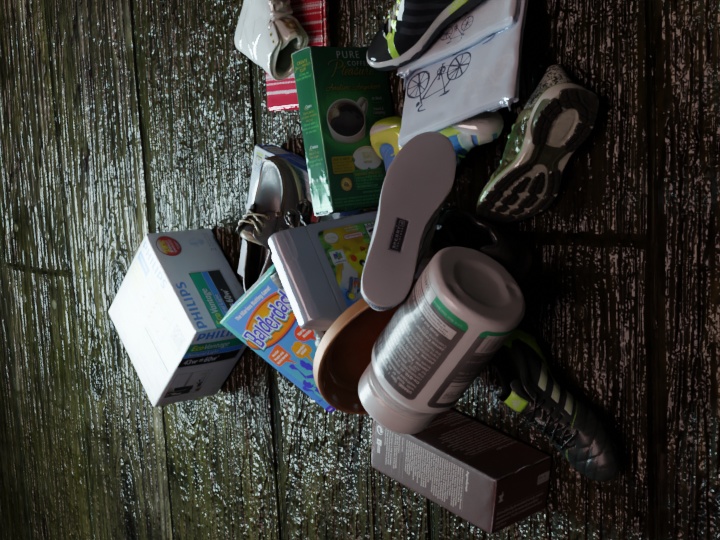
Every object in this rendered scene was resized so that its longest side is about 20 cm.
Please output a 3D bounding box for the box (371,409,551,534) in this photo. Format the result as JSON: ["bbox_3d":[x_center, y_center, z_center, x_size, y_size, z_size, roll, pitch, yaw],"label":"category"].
[{"bbox_3d":[0.115,0.225,1.191,0.200,0.100,0.075,19,112,46],"label":"box"}]

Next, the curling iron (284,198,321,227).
[{"bbox_3d":[-0.052,-0.139,1.313,0.049,0.026,0.201,15,84,17],"label":"curling iron"}]

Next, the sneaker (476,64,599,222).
[{"bbox_3d":[0.185,-0.134,1.085,0.089,0.077,0.200,-94,27,-45],"label":"sneaker"}]

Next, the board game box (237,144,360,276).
[{"bbox_3d":[-0.089,-0.051,1.412,0.200,0.043,0.200,31,118,41],"label":"board game box"}]

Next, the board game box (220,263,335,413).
[{"bbox_3d":[-0.068,0.086,1.336,0.200,0.045,0.152,40,135,-8],"label":"board game box"}]

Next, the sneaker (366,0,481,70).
[{"bbox_3d":[0.062,-0.303,1.112,0.200,0.083,0.072,-36,41,36],"label":"sneaker"}]

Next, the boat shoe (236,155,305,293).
[{"bbox_3d":[-0.123,-0.053,1.362,0.074,0.073,0.201,12,106,46],"label":"boat shoe"}]

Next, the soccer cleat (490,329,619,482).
[{"bbox_3d":[0.199,0.149,1.093,0.200,0.081,0.068,55,133,27],"label":"soccer cleat"}]

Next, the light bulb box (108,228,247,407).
[{"bbox_3d":[-0.281,0.073,1.594,0.199,0.124,0.200,58,134,25],"label":"light bulb box"}]

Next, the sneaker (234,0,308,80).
[{"bbox_3d":[-0.103,-0.351,1.324,0.116,0.073,0.201,47,139,35],"label":"sneaker"}]

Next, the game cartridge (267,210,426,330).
[{"bbox_3d":[0.000,0.000,1.202,0.040,0.199,0.134,-39,69,54],"label":"game cartridge"}]

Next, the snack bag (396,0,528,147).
[{"bbox_3d":[0.107,-0.242,1.108,0.188,0.021,0.201,-16,59,48],"label":"snack bag"}]

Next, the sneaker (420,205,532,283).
[{"bbox_3d":[0.097,-0.044,1.147,0.199,0.091,0.076,15,75,37],"label":"sneaker"}]

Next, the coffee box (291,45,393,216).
[{"bbox_3d":[-0.014,-0.174,1.246,0.044,0.123,0.201,-6,94,52],"label":"coffee box"}]

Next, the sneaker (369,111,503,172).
[{"bbox_3d":[0.096,-0.133,1.177,0.200,0.076,0.106,7,117,53],"label":"sneaker"}]

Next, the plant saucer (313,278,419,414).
[{"bbox_3d":[0.036,0.087,1.181,0.032,0.199,0.201,56,135,43],"label":"plant saucer"}]

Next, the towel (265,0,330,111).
[{"bbox_3d":[-0.086,-0.317,1.375,0.144,0.022,0.201,7,100,50],"label":"towel"}]

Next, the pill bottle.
[{"bbox_3d":[0.081,0.080,1.085,0.113,0.113,0.200,54,131,27],"label":"pill bottle"}]

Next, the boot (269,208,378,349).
[{"bbox_3d":[-0.007,0.034,1.267,0.174,0.200,0.069,55,150,-5],"label":"boot"}]

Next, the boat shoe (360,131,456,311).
[{"bbox_3d":[0.050,-0.050,1.086,0.066,0.072,0.201,106,179,-80],"label":"boat shoe"}]
